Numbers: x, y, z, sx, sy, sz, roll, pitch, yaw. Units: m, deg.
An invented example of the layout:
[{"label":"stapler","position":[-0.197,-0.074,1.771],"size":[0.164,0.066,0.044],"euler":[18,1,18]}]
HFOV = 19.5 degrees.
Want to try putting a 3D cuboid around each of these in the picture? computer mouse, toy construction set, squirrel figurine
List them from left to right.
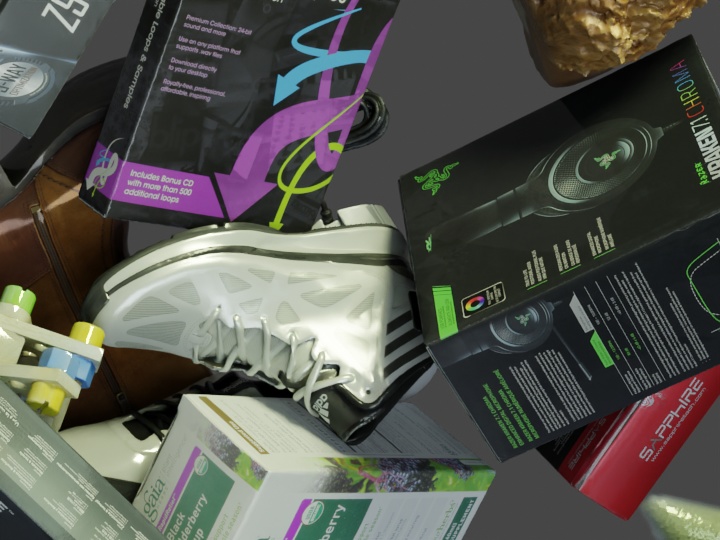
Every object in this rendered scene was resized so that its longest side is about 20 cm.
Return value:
[{"label":"toy construction set","position":[-0.231,0.039,1.118],"size":[0.200,0.131,0.092],"euler":[28,69,11]},{"label":"computer mouse","position":[0.000,0.000,1.244],"size":[0.110,0.044,0.200],"euler":[-30,116,-8]},{"label":"squirrel figurine","position":[0.170,-0.188,1.149],"size":[0.186,0.200,0.142],"euler":[-23,109,3]}]

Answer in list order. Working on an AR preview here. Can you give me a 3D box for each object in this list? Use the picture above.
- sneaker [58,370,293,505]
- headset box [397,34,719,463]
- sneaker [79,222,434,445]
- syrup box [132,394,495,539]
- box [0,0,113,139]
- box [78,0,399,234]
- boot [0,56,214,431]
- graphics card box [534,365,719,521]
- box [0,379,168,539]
[{"label":"sneaker","position":[-0.102,0.092,1.201],"size":[0.200,0.074,0.080],"euler":[-5,125,-45]},{"label":"headset box","position":[0.121,-0.012,1.129],"size":[0.200,0.174,0.093],"euler":[-25,122,13]},{"label":"sneaker","position":[-0.045,0.039,1.138],"size":[0.200,0.116,0.076],"euler":[-7,147,-26]},{"label":"syrup box","position":[-0.024,0.124,1.181],"size":[0.200,0.081,0.079],"euler":[6,115,-50]},{"label":"box","position":[-0.135,-0.178,0.976],"size":[0.043,0.160,0.200],"euler":[28,102,-28]},{"label":"box","position":[-0.055,-0.115,1.121],"size":[0.143,0.036,0.200],"euler":[7,109,-42]},{"label":"boot","position":[-0.128,-0.007,1.183],"size":[0.188,0.068,0.200],"euler":[-32,118,-10]},{"label":"graphics card box","position":[0.135,0.048,1.222],"size":[0.051,0.200,0.126],"euler":[33,95,-27]},{"label":"box","position":[-0.182,0.134,1.079],"size":[0.200,0.159,0.046],"euler":[46,54,-15]}]
